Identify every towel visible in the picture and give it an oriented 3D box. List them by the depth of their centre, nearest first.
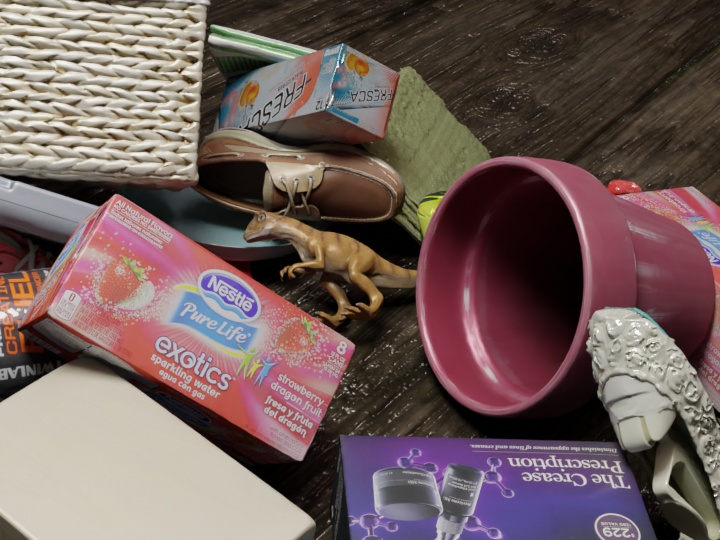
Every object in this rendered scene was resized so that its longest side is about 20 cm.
[{"bbox_3d":[0.054,-0.107,1.222,0.148,0.036,0.200,47,36,-13],"label":"towel"},{"bbox_3d":[-0.066,-0.174,1.248,0.152,0.200,0.023,14,77,6],"label":"towel"}]

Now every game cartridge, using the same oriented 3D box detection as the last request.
[{"bbox_3d":[-0.241,-0.038,1.024,0.133,0.041,0.200,14,-3,-19],"label":"game cartridge"}]

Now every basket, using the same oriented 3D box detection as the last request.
[{"bbox_3d":[-0.230,-0.150,1.042,0.199,0.162,0.198,3,1,-13],"label":"basket"}]

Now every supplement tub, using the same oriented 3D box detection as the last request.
[{"bbox_3d":[-0.267,0.057,0.923,0.199,0.107,0.107,-9,37,-21],"label":"supplement tub"}]

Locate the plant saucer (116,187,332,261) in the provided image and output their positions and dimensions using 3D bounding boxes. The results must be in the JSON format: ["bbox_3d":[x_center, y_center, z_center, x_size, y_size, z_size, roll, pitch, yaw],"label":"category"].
[{"bbox_3d":[-0.123,-0.058,1.168,0.199,0.028,0.200,9,27,-5],"label":"plant saucer"}]

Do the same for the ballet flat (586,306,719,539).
[{"bbox_3d":[0.210,0.118,0.867,0.072,0.200,0.072,-31,14,9],"label":"ballet flat"}]

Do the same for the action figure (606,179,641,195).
[{"bbox_3d":[0.197,-0.028,1.168,0.052,0.066,0.200,24,36,34],"label":"action figure"}]

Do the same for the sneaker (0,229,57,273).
[{"bbox_3d":[-0.266,0.010,1.007,0.199,0.087,0.074,2,36,-8],"label":"sneaker"}]

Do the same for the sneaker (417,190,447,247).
[{"bbox_3d":[0.112,-0.030,1.155,0.074,0.084,0.200,16,14,38],"label":"sneaker"}]

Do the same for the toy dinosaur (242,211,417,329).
[{"bbox_3d":[0.000,0.000,1.081,0.199,0.060,0.107,20,56,-19],"label":"toy dinosaur"}]

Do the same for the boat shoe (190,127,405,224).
[{"bbox_3d":[-0.060,-0.071,1.118,0.199,0.076,0.072,9,30,18],"label":"boat shoe"}]

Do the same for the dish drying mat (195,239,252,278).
[{"bbox_3d":[-0.125,0.036,1.058,0.076,0.018,0.200,4,33,-11],"label":"dish drying mat"}]

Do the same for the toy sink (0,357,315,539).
[{"bbox_3d":[-0.148,0.169,0.779,0.200,0.112,0.130,31,41,23],"label":"toy sink"}]

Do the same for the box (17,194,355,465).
[{"bbox_3d":[-0.118,0.046,0.874,0.200,0.100,0.096,33,69,-17],"label":"box"}]

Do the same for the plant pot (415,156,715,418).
[{"bbox_3d":[0.172,0.015,1.007,0.178,0.201,0.200,2,31,-35],"label":"plant pot"}]

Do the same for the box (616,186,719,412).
[{"bbox_3d":[0.293,0.020,1.084,0.102,0.095,0.200,-7,37,-28],"label":"box"}]

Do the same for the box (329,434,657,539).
[{"bbox_3d":[0.085,0.182,0.835,0.199,0.079,0.141,2,37,-8],"label":"box"}]

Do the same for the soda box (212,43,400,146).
[{"bbox_3d":[-0.053,-0.147,1.152,0.068,0.064,0.200,22,-14,-32],"label":"soda box"}]
